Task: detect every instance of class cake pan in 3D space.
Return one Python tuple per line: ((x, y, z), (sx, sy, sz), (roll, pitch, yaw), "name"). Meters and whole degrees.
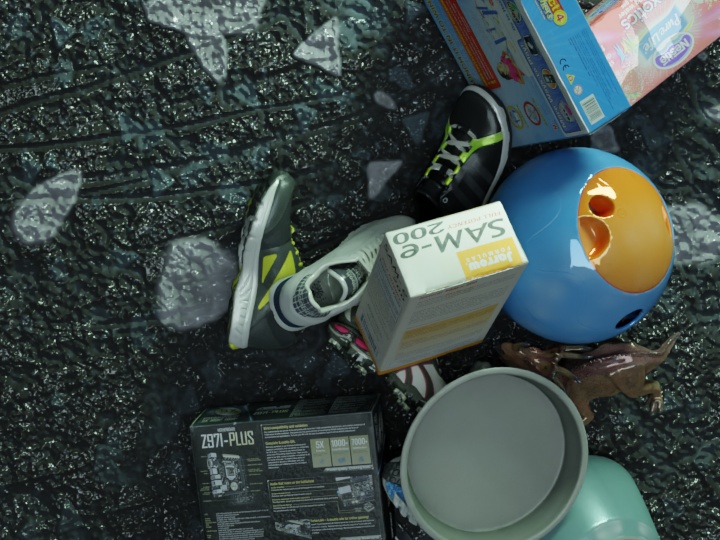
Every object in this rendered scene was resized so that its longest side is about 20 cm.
((0.133, 0.191, 1.508), (0.199, 0.037, 0.202), (-3, 104, -12), "cake pan")

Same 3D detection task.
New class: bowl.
((0.246, 0.311, 1.586), (0.200, 0.105, 0.202), (-10, 114, -23), "bowl")

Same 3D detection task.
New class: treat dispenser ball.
((0.223, -0.026, 1.517), (0.200, 0.201, 0.202), (-1, 99, -3), "treat dispenser ball")

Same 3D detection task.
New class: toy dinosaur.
((0.255, 0.105, 1.566), (0.199, 0.086, 0.136), (-19, 141, 2), "toy dinosaur")

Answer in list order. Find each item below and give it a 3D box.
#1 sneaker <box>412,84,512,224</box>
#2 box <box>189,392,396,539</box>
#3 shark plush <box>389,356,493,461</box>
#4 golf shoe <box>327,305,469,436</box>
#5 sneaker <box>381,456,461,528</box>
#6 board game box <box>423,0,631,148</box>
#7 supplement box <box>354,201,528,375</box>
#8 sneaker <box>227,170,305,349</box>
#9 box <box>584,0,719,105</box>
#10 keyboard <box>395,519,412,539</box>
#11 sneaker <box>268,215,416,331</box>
((0.099, -0.093, 1.534), (0.072, 0.083, 0.201), (26, 115, 35), "sneaker")
((-0.070, 0.227, 1.580), (0.199, 0.086, 0.165), (-6, 98, 8), "box")
((0.107, 0.188, 1.616), (0.200, 0.091, 0.083), (-36, 130, -3), "shark plush")
((0.058, 0.100, 1.568), (0.200, 0.077, 0.088), (40, 78, 14), "golf shoe")
((0.095, 0.235, 1.590), (0.199, 0.087, 0.075), (23, 101, -33), "sneaker")
((0.160, -0.227, 1.480), (0.056, 0.196, 0.201), (-32, 101, -16), "board game box")
((0.075, 0.020, 1.467), (0.125, 0.200, 0.074), (-16, 68, -17), "supplement box")
((-0.089, -0.008, 1.574), (0.084, 0.075, 0.201), (10, 107, -11), "sneaker")
((0.298, -0.252, 1.536), (0.200, 0.103, 0.095), (-38, 99, 2), "box")
((-0.004, 0.327, 1.653), (0.127, 0.021, 0.200), (-39, 99, 3), "keyboard")
((0.000, 0.000, 1.537), (0.200, 0.080, 0.077), (-35, 94, -31), "sneaker")
